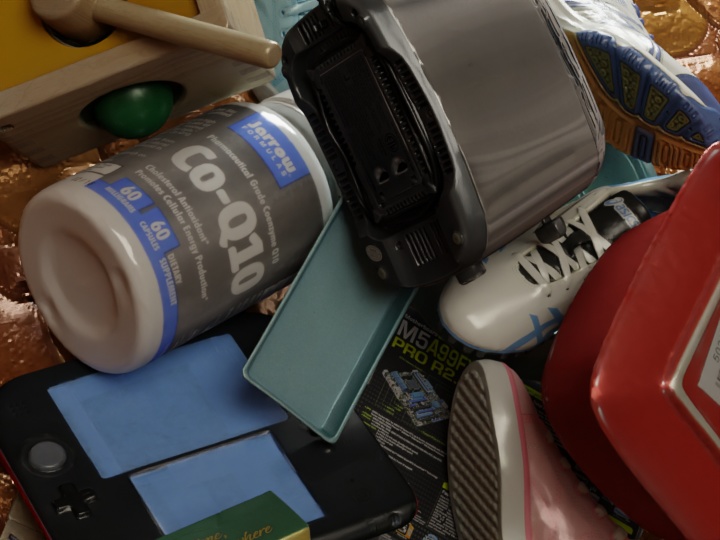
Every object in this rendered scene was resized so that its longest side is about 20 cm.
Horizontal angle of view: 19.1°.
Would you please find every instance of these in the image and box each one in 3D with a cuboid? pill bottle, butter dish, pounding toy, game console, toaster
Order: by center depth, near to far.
[{"bbox_3d":[-0.092,0.103,1.187,0.199,0.031,0.177,-16,45,-27],"label":"game console"},{"bbox_3d":[0.173,0.063,1.197,0.200,0.147,0.200,49,55,-27],"label":"butter dish"},{"bbox_3d":[0.047,-0.097,1.202,0.129,0.114,0.201,-25,89,-35],"label":"toaster"},{"bbox_3d":[-0.139,-0.157,1.215,0.183,0.142,0.201,-20,74,9],"label":"pounding toy"},{"bbox_3d":[-0.088,-0.030,1.239,0.200,0.114,0.114,-30,82,-38],"label":"pill bottle"}]

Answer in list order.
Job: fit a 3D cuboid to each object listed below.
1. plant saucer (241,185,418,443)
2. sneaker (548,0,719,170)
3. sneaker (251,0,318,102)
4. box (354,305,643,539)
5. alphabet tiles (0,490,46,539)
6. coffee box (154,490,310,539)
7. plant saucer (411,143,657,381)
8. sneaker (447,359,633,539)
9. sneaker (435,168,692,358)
[{"bbox_3d":[0.000,0.000,1.226,0.070,0.019,0.201,38,62,-18],"label":"plant saucer"},{"bbox_3d":[0.153,-0.140,1.299,0.200,0.075,0.088,38,52,22],"label":"sneaker"},{"bbox_3d":[-0.042,-0.182,1.344,0.074,0.082,0.201,-10,74,-24],"label":"sneaker"},{"bbox_3d":[0.071,0.137,1.279,0.199,0.044,0.161,30,59,-10],"label":"box"},{"bbox_3d":[-0.105,0.167,1.221,0.199,0.006,0.167,26,62,-11],"label":"alphabet tiles"},{"bbox_3d":[-0.079,0.225,1.115,0.123,0.044,0.201,-19,122,-27],"label":"coffee box"},{"bbox_3d":[0.109,-0.033,1.313,0.199,0.027,0.201,6,74,-21],"label":"plant saucer"},{"bbox_3d":[0.115,0.147,1.224,0.104,0.075,0.201,-5,79,-22],"label":"sneaker"},{"bbox_3d":[0.126,-0.010,1.253,0.199,0.073,0.072,-25,61,-31],"label":"sneaker"}]
